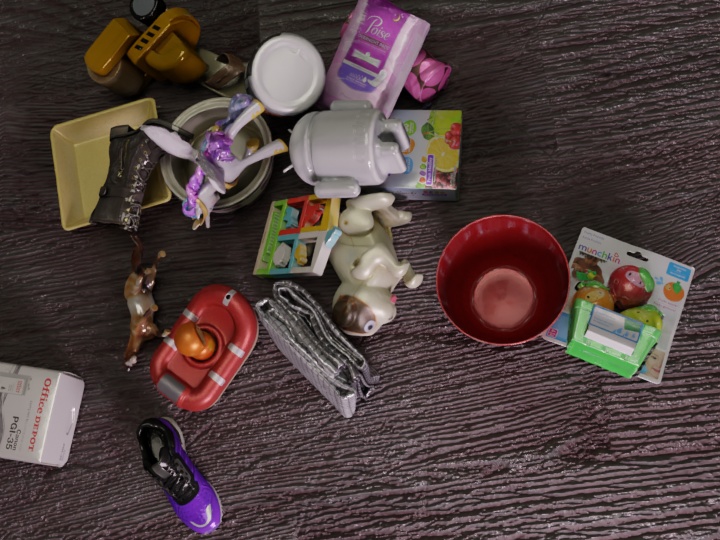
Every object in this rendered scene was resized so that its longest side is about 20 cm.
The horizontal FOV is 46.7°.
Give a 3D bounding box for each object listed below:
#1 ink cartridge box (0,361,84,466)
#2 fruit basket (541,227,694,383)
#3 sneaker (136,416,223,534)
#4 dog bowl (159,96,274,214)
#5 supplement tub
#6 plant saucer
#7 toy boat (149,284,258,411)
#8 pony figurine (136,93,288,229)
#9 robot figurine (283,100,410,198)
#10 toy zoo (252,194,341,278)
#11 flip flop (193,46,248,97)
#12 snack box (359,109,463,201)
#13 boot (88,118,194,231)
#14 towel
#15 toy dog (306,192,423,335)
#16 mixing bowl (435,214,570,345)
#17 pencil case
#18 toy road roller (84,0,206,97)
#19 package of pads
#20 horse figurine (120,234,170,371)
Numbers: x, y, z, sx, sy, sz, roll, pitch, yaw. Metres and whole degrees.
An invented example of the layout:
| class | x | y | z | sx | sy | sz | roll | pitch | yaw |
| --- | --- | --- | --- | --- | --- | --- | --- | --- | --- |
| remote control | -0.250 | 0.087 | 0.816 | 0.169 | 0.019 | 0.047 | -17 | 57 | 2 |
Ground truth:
| class | x | y | z | sx | sy | sz | roll | pitch | yaw |
| --- | --- | --- | --- | --- | --- | --- | --- | --- | --- |
| ink cartridge box | -0.565 | 0.225 | 1.341 | 0.196 | 0.083 | 0.149 | 6 | 75 | 10 |
| fruit basket | 0.392 | 0.047 | 1.260 | 0.183 | 0.094 | 0.203 | 22 | 75 | 13 |
| sneaker | -0.286 | 0.312 | 1.269 | 0.069 | 0.100 | 0.201 | -35 | 72 | -1 |
| dog bowl | -0.236 | -0.187 | 1.420 | 0.196 | 0.074 | 0.204 | -2 | 74 | 8 |
| supplement tub | -0.127 | -0.312 | 1.355 | 0.120 | 0.200 | 0.125 | -1 | 99 | -10 |
| plant saucer | -0.430 | -0.179 | 1.457 | 0.196 | 0.049 | 0.204 | -15 | 72 | 3 |
| toy boat | -0.251 | 0.114 | 1.306 | 0.129 | 0.131 | 0.202 | 32 | 80 | 14 |
| pony figurine | -0.222 | -0.176 | 1.284 | 0.166 | 0.194 | 0.200 | 37 | 78 | 32 |
| robot figurine | -0.025 | -0.188 | 1.277 | 0.196 | 0.113 | 0.172 | 0 | 62 | 19 |
| toy zoo | -0.094 | -0.055 | 1.326 | 0.198 | 0.020 | 0.134 | -4 | 68 | 49 |
| flip flop | -0.244 | -0.355 | 1.476 | 0.197 | 0.058 | 0.082 | 23 | 78 | 13 |
| snack box | 0.069 | -0.193 | 1.390 | 0.196 | 0.053 | 0.145 | 3 | 72 | 10 |
| boot | -0.358 | -0.149 | 1.364 | 0.197 | 0.069 | 0.178 | -1 | 76 | 36 |
| towel | -0.059 | 0.116 | 1.263 | 0.086 | 0.166 | 0.200 | -44 | 73 | -12 |
| toy dog | 0.000 | 0.000 | 1.303 | 0.190 | 0.140 | 0.204 | -6 | 75 | 10 |
| mixing bowl | 0.218 | 0.028 | 1.275 | 0.196 | 0.109 | 0.204 | -4 | 71 | 11 |
| pencil case | 0.061 | -0.369 | 1.427 | 0.200 | 0.093 | 0.091 | 43 | 126 | 16 |
| toy road roller | -0.359 | -0.368 | 1.444 | 0.200 | 0.123 | 0.146 | -44 | 73 | 7 |
| package of pads | 0.019 | -0.332 | 1.349 | 0.119 | 0.076 | 0.203 | 28 | 98 | 16 |
| horse figurine | -0.354 | 0.049 | 1.361 | 0.049 | 0.132 | 0.204 | 3 | 68 | -36 |
